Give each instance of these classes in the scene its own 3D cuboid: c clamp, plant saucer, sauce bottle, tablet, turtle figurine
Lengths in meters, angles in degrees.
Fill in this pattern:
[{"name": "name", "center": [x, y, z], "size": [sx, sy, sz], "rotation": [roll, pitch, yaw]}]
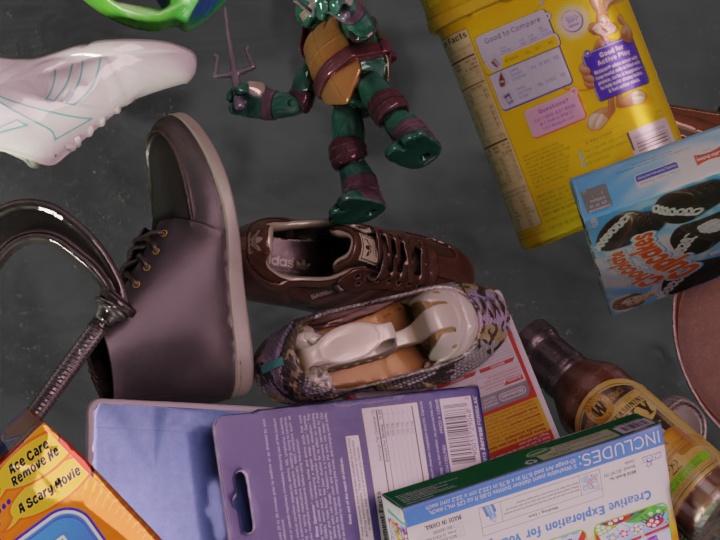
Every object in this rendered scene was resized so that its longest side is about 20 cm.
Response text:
[{"name": "c clamp", "center": [-0.219, 0.062, 1.615], "size": [0.170, 0.027, 0.201], "rotation": [30, 86, 4]}, {"name": "plant saucer", "center": [0.318, 0.050, 1.884], "size": [0.199, 0.034, 0.202], "rotation": [7, 74, -23]}, {"name": "sauce bottle", "center": [0.186, 0.111, 1.752], "size": [0.065, 0.065, 0.200], "rotation": [-36, 60, -27]}, {"name": "tablet", "center": [-0.089, 0.155, 1.649], "size": [0.198, 0.014, 0.131], "rotation": [4, 77, -22]}, {"name": "turtle figurine", "center": [-0.020, -0.140, 1.711], "size": [0.100, 0.150, 0.201], "rotation": [-10, 59, -32]}]

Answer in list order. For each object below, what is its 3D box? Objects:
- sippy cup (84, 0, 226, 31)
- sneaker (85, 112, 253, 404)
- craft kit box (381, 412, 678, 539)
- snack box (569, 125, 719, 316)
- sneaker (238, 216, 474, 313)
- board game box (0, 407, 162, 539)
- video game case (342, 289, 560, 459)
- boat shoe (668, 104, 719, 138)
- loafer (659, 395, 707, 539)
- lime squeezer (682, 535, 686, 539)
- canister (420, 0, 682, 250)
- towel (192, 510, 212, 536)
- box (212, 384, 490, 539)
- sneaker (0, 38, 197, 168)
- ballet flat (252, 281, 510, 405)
[{"name": "sippy cup", "center": [-0.127, -0.259, 1.715], "size": [0.130, 0.140, 0.178], "rotation": [40, 32, 2]}, {"name": "sneaker", "center": [-0.140, -0.006, 1.670], "size": [0.105, 0.075, 0.202], "rotation": [-8, 82, -25]}, {"name": "craft kit box", "center": [0.126, 0.219, 1.669], "size": [0.199, 0.048, 0.199], "rotation": [-15, 103, -19]}, {"name": "snack box", "center": [0.217, -0.033, 1.751], "size": [0.115, 0.200, 0.037], "rotation": [-20, 67, 4]}, {"name": "sneaker", "center": [0.000, 0.000, 1.730], "size": [0.198, 0.075, 0.071], "rotation": [2, 76, -24]}, {"name": "board game box", "center": [-0.199, 0.227, 1.487], "size": [0.200, 0.200, 0.200], "rotation": [-44, 97, -8]}, {"name": "video game case", "center": [0.074, 0.127, 1.731], "size": [0.142, 0.017, 0.201], "rotation": [-18, 81, -25]}, {"name": "boat shoe", "center": [0.288, -0.096, 1.892], "size": [0.199, 0.072, 0.069], "rotation": [18, 64, -27]}, {"name": "loafer", "center": [0.209, 0.180, 1.782], "size": [0.070, 0.070, 0.201], "rotation": [29, 67, -15]}, {"name": "lime squeezer", "center": [0.253, 0.239, 1.814], "size": [0.070, 0.037, 0.202], "rotation": [24, 64, -52]}, {"name": "canister", "center": [0.147, -0.132, 1.798], "size": [0.148, 0.087, 0.201], "rotation": [-21, 89, 12]}, {"name": "towel", "center": [-0.026, 0.223, 1.686], "size": [0.191, 0.035, 0.202], "rotation": [-3, 78, -24]}, {"name": "box", "center": [-0.004, 0.148, 1.662], "size": [0.198, 0.032, 0.122], "rotation": [-4, 80, -24]}, {"name": "sneaker", "center": [-0.205, -0.113, 1.678], "size": [0.199, 0.070, 0.081], "rotation": [-12, 91, -20]}, {"name": "ballet flat", "center": [0.025, 0.048, 1.689], "size": [0.199, 0.072, 0.073], "rotation": [-14, 83, -24]}]
